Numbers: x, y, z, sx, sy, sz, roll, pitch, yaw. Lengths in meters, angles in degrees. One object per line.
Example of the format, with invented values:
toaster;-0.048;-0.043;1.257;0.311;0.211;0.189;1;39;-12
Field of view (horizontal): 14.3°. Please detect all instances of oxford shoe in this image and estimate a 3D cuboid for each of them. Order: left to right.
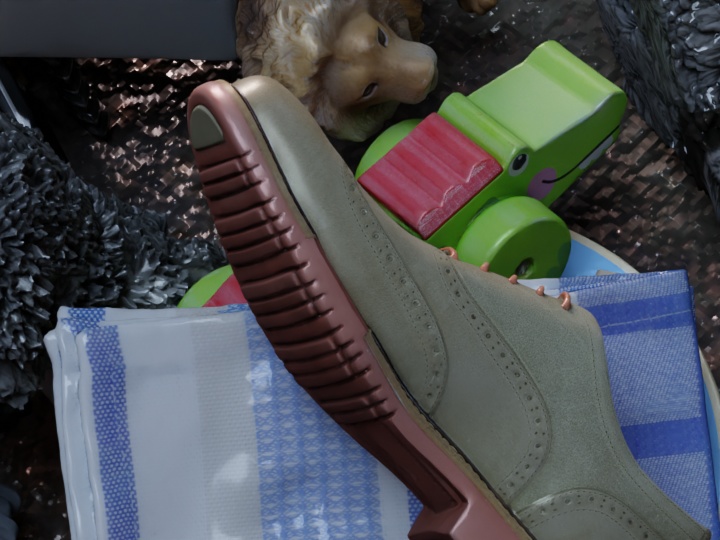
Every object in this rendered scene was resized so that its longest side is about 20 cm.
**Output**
oxford shoe;0.024;0.021;0.814;0.074;0.071;0.200;-36;101;-14

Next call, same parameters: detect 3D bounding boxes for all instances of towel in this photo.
towel;0.011;0.076;0.848;0.200;0.024;0.147;-4;84;-8

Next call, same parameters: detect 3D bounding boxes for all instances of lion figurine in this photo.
lion figurine;-0.003;-0.139;0.946;0.072;0.122;0.200;-11;82;30

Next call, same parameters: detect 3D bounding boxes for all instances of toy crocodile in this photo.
toy crocodile;0.000;0.000;0.898;0.200;0.062;0.068;-40;53;-5

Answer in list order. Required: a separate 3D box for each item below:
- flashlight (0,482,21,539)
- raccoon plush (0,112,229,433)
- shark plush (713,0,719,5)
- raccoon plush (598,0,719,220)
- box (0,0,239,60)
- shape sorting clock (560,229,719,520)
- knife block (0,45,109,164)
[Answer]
flashlight;-0.208;0.057;0.904;0.200;0.068;0.068;29;52;-15
raccoon plush;-0.096;-0.033;0.911;0.097;0.200;0.134;36;42;24
shark plush;0.183;-0.043;0.834;0.091;0.200;0.083;-53;17;-23
raccoon plush;0.160;-0.075;0.931;0.134;0.097;0.200;-19;84;-7
box;-0.090;-0.193;0.957;0.106;0.152;0.200;1;62;-1
shape sorting clock;0.019;0.070;0.910;0.200;0.039;0.200;-7;60;13
knife block;-0.181;-0.084;1.038;0.200;0.064;0.176;12;66;21
